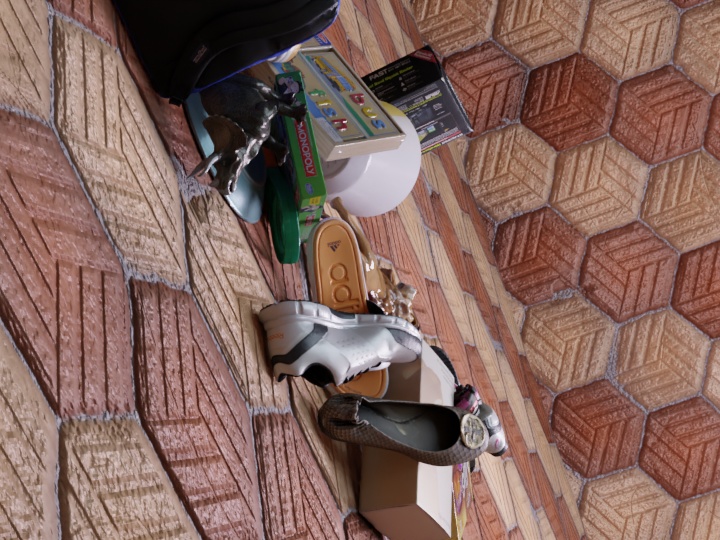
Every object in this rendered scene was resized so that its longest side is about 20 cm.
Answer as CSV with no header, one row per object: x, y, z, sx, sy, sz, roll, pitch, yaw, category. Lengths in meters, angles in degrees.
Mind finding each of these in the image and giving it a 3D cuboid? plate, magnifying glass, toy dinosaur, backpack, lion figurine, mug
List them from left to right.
-0.135,-0.148,1.521,0.200,0.025,0.202,-20,90,-79,plate
-0.120,-0.282,1.373,0.168,0.198,0.163,-89,155,-61,backpack
-0.116,-0.159,1.409,0.101,0.077,0.201,14,40,-28,toy dinosaur
-0.092,-0.090,1.585,0.080,0.022,0.201,98,-20,-46,magnifying glass
-0.033,-0.157,1.811,0.186,0.150,0.153,39,12,18,mug
0.000,0.000,1.728,0.123,0.072,0.200,56,5,25,lion figurine

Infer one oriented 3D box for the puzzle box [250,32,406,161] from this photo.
-0.048,-0.212,1.707,0.132,0.025,0.200,-15,59,-48,puzzle box

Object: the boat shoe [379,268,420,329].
0.046,0.086,1.884,0.072,0.067,0.201,-86,154,-64,boat shoe

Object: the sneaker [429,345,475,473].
0.111,0.185,2.038,0.089,0.073,0.202,-84,162,-65,sneaker

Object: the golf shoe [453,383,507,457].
0.116,0.184,1.775,0.092,0.073,0.200,49,-7,-11,golf shoe

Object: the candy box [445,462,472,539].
0.102,0.262,1.842,0.200,0.056,0.118,-33,117,-77,candy box

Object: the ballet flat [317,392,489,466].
0.051,0.161,1.532,0.198,0.046,0.068,13,58,-22,ballet flat

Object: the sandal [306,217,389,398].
-0.013,0.047,1.563,0.059,0.078,0.209,7,-69,67,sandal

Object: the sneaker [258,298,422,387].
-0.018,0.083,1.469,0.199,0.073,0.081,9,68,-39,sneaker

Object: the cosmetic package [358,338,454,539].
0.054,0.189,1.620,0.105,0.070,0.202,49,36,-50,cosmetic package

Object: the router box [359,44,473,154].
0.038,-0.206,1.991,0.150,0.198,0.063,52,16,-59,router box

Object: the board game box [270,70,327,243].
-0.070,-0.116,1.578,0.200,0.029,0.136,117,-40,-77,board game box

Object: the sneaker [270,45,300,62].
-0.141,-0.323,1.661,0.087,0.076,0.201,-9,57,-44,sneaker
